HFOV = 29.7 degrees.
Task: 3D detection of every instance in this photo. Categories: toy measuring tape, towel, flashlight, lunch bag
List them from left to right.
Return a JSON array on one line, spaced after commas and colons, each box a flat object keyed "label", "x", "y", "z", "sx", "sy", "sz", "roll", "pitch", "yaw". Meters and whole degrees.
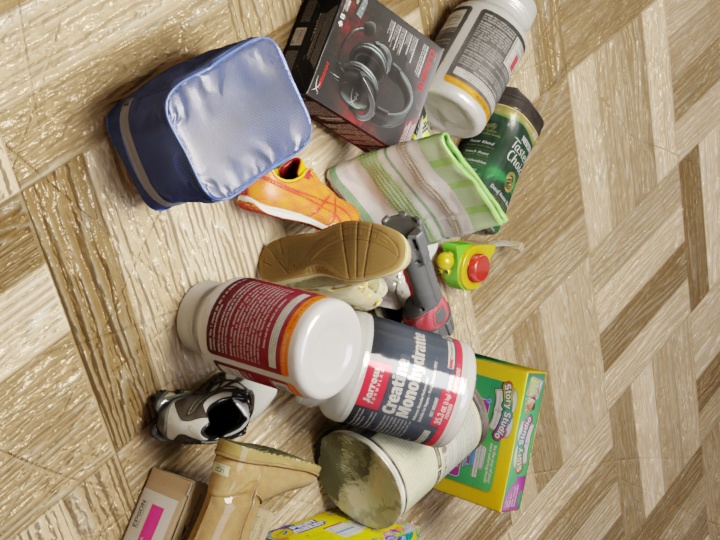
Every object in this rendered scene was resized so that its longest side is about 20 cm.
[{"label": "lunch bag", "x": -0.159, "y": -0.158, "z": 1.437, "sx": 0.200, "sy": 0.132, "sz": 0.136, "roll": -37, "pitch": 112, "yaw": -39}, {"label": "towel", "x": 0.065, "y": -0.089, "z": 1.661, "sx": 0.149, "sy": 0.200, "sz": 0.031, "roll": 50, "pitch": 52, "yaw": -24}, {"label": "flashlight", "x": 0.068, "y": 0.010, "z": 1.712, "sx": 0.068, "sy": 0.068, "sz": 0.200, "roll": -95, "pitch": 168, "yaw": -46}, {"label": "toy measuring tape", "x": 0.171, "y": -0.008, "z": 1.962, "sx": 0.200, "sy": 0.073, "sz": 0.074, "roll": -4, "pitch": 103, "yaw": -52}]

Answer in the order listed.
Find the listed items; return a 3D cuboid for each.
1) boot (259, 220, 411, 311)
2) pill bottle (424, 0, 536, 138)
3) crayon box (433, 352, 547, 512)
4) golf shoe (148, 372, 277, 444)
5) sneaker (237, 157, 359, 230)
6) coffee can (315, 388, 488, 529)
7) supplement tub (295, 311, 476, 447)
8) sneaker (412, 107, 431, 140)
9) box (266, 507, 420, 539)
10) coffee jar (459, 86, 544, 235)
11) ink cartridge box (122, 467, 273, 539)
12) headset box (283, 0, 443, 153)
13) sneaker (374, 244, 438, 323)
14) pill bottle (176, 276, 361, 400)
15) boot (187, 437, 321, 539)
[{"label": "boot", "x": 0.000, "y": 0.000, "z": 1.638, "sx": 0.155, "sy": 0.200, "sz": 0.073, "roll": 26, "pitch": 60, "yaw": -54}, {"label": "pill bottle", "x": 0.153, "y": -0.286, "z": 1.812, "sx": 0.200, "sy": 0.116, "sz": 0.116, "roll": -60, "pitch": 140, "yaw": -20}, {"label": "crayon box", "x": 0.162, "y": 0.222, "z": 1.933, "sx": 0.058, "sy": 0.172, "sz": 0.201, "roll": 6, "pitch": 96, "yaw": -53}, {"label": "golf shoe", "x": -0.150, "y": 0.165, "z": 1.577, "sx": 0.200, "sy": 0.094, "sz": 0.078, "roll": -17, "pitch": 113, "yaw": -51}, {"label": "sneaker", "x": -0.062, "y": -0.091, "z": 1.628, "sx": 0.200, "sy": 0.073, "sz": 0.077, "roll": 15, "pitch": 92, "yaw": -53}, {"label": "coffee can", "x": 0.057, "y": 0.230, "z": 1.821, "sx": 0.200, "sy": 0.146, "sz": 0.147, "roll": -35, "pitch": 127, "yaw": -42}, {"label": "supplement tub", "x": 0.032, "y": 0.132, "z": 1.694, "sx": 0.199, "sy": 0.140, "sz": 0.141, "roll": 16, "pitch": 87, "yaw": -11}, {"label": "sneaker", "x": 0.057, "y": -0.169, "z": 1.750, "sx": 0.076, "sy": 0.075, "sz": 0.201, "roll": 10, "pitch": 72, "yaw": -74}, {"label": "box", "x": -0.035, "y": 0.432, "z": 1.784, "sx": 0.200, "sy": 0.122, "sz": 0.193, "roll": -6, "pitch": 105, "yaw": -52}, {"label": "coffee jar", "x": 0.186, "y": -0.158, "z": 1.920, "sx": 0.104, "sy": 0.085, "sz": 0.200, "roll": 43, "pitch": 66, "yaw": -49}, {"label": "ink cartridge box", "x": -0.205, "y": 0.347, "z": 1.575, "sx": 0.165, "sy": 0.075, "sz": 0.200, "roll": 36, "pitch": 73, "yaw": -50}, {"label": "headset box", "x": 0.004, "y": -0.238, "z": 1.643, "sx": 0.200, "sy": 0.077, "sz": 0.149, "roll": 29, "pitch": 78, "yaw": -40}, {"label": "sneaker", "x": 0.055, "y": -0.002, "z": 1.794, "sx": 0.100, "sy": 0.075, "sz": 0.201, "roll": -37, "pitch": 129, "yaw": -57}, {"label": "pill bottle", "x": -0.106, "y": 0.069, "z": 1.514, "sx": 0.113, "sy": 0.200, "sz": 0.113, "roll": -20, "pitch": 116, "yaw": -48}, {"label": "boot", "x": -0.137, "y": 0.298, "z": 1.543, "sx": 0.175, "sy": 0.066, "sz": 0.201, "roll": 22, "pitch": 85, "yaw": -48}]
